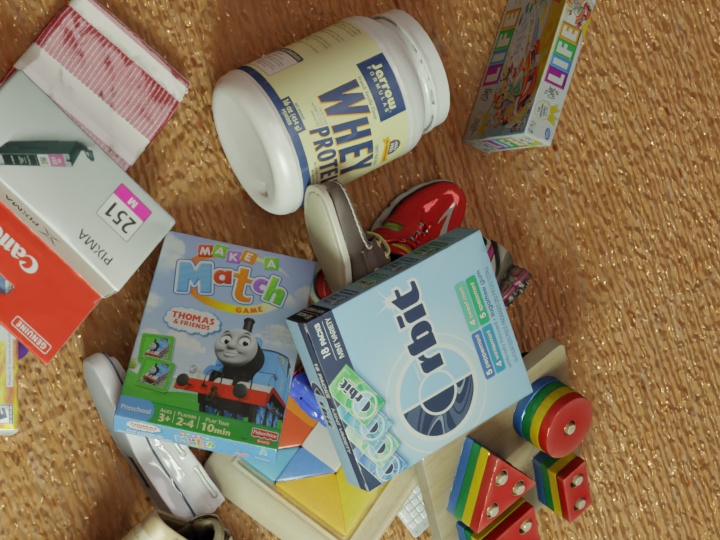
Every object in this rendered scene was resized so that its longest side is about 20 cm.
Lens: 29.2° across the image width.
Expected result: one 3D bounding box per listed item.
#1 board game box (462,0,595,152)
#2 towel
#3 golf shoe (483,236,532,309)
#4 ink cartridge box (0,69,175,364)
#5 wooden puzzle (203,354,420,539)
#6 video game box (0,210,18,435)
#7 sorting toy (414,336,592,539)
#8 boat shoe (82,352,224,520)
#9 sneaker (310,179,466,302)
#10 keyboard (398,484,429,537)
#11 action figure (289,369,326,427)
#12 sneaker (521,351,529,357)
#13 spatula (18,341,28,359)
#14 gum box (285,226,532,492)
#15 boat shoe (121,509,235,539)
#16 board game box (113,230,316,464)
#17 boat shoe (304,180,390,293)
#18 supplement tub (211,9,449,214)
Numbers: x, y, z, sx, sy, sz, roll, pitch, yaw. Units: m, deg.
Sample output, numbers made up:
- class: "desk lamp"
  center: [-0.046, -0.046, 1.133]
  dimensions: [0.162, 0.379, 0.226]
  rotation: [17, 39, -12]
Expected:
- class: "board game box"
  center: [0.179, -0.225, 1.429]
  dimensions: [0.034, 0.134, 0.202]
  rotation: [21, 83, -22]
- class: "towel"
  center: [-0.270, -0.143, 1.297]
  dimensions: [0.144, 0.023, 0.201]
  rotation: [40, 74, -17]
- class: "golf shoe"
  center: [0.096, 0.031, 1.406]
  dimensions: [0.092, 0.073, 0.200]
  rotation: [43, 40, 4]
- class: "ink cartridge box"
  center: [-0.292, -0.048, 1.234]
  dimensions: [0.200, 0.043, 0.174]
  rotation: [45, 60, -15]
- class: "wooden puzzle"
  center: [-0.030, 0.174, 1.364]
  dimensions: [0.184, 0.037, 0.201]
  rotation: [35, 78, 4]
- class: "video game box"
  center: [-0.393, 0.045, 1.215]
  dimensions: [0.180, 0.047, 0.203]
  rotation: [0, 79, -21]
- class: "sorting toy"
  center: [0.161, 0.207, 1.410]
  dimensions: [0.199, 0.069, 0.200]
  rotation: [-35, 133, -23]
- class: "boat shoe"
  center: [-0.195, 0.155, 1.315]
  dimensions: [0.065, 0.073, 0.202]
  rotation: [-35, 114, -23]
- class: "sneaker"
  center: [0.040, -0.018, 1.399]
  dimensions: [0.199, 0.085, 0.077]
  rotation: [-40, 107, -17]
- class: "keyboard"
  center: [0.113, 0.197, 1.476]
  dimensions: [0.200, 0.011, 0.057]
  rotation: [-40, 106, -18]
- class: "action figure"
  center: [-0.071, 0.132, 1.321]
  dimensions: [0.200, 0.065, 0.099]
  rotation: [45, 65, 8]
- class: "sneaker"
  center: [0.094, 0.102, 1.433]
  dimensions: [0.198, 0.075, 0.117]
  rotation: [-26, 99, -20]
- class: "spatula"
  center: [-0.390, 0.094, 1.248]
  dimensions: [0.199, 0.021, 0.057]
  rotation: [-30, 94, -18]
- class: "gum box"
  center: [0.049, 0.079, 1.277]
  dimensions: [0.199, 0.044, 0.172]
  rotation: [-28, 108, -24]
- class: "boat shoe"
  center: [-0.143, 0.265, 1.289]
  dimensions: [0.065, 0.071, 0.200]
  rotation: [-53, 148, 6]
- class: "board game box"
  center: [-0.131, 0.068, 1.281]
  dimensions: [0.149, 0.037, 0.202]
  rotation: [11, 57, -1]
- class: "boat shoe"
  center: [0.000, 0.000, 1.306]
  dimensions: [0.059, 0.072, 0.202]
  rotation: [-26, 117, -17]
- class: "supplement tub"
  center: [-0.028, -0.157, 1.334]
  dimensions: [0.199, 0.145, 0.146]
  rotation: [-28, 102, -20]
